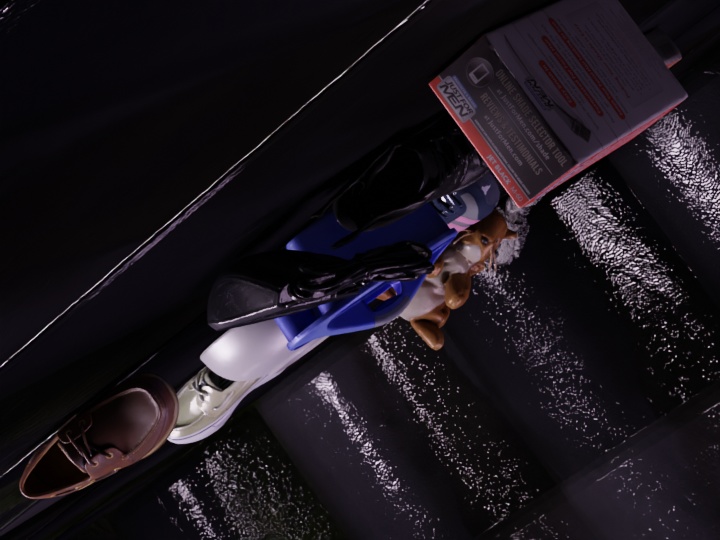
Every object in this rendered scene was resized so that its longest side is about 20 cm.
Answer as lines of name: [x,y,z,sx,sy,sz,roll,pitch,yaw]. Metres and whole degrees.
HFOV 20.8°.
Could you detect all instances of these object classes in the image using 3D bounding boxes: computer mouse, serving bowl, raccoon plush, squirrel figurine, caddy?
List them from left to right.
serving bowl: [-0.080,0.064,2.186,0.200,0.066,0.200,-37,176,-3]
computer mouse: [-0.050,0.005,1.539,0.138,0.053,0.200,-12,177,-40]
caddy: [0.000,0.000,1.744,0.200,0.105,0.141,-33,176,-43]
squirrel figurine: [0.112,-0.024,2.583,0.187,0.141,0.200,-47,-172,13]
raccoon plush: [0.270,-0.085,3.416,0.200,0.097,0.134,-37,-176,21]

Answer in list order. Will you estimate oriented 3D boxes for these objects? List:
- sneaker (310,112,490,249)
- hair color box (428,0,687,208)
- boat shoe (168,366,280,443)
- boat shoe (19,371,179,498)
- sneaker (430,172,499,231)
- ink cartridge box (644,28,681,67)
sneaker: [0.045,-0.077,1.544,0.200,0.060,0.104,-32,180,-12]
hair color box: [0.145,-0.129,1.398,0.064,0.111,0.200,-38,175,35]
boat shoe: [-0.172,0.135,2.363,0.200,0.072,0.062,-40,151,16]
boat shoe: [-0.247,0.164,1.844,0.200,0.072,0.068,-35,179,35]
sneaker: [0.071,-0.056,1.867,0.082,0.070,0.200,-39,177,-18]
ink cartridge box: [0.251,-0.185,2.188,0.200,0.050,0.162,-41,174,29]
